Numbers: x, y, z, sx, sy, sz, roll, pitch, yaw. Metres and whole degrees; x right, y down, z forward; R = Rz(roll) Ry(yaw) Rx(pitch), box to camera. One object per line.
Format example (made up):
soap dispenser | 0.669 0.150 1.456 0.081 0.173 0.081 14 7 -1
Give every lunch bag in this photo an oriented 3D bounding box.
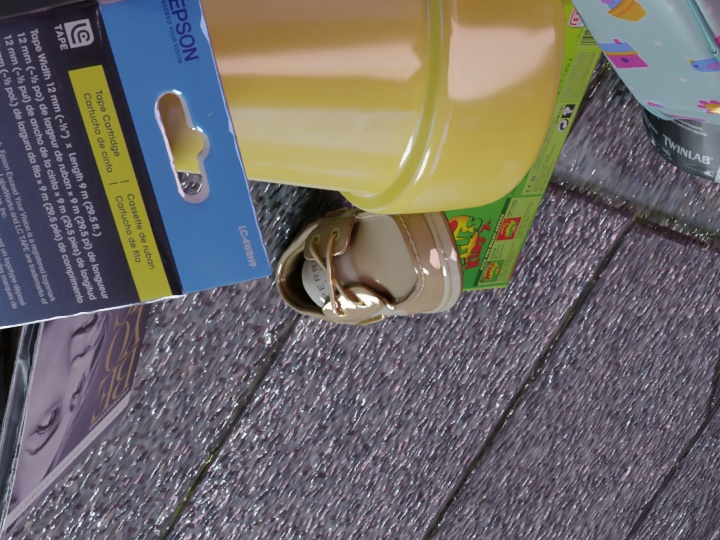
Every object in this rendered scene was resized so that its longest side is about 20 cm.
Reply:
lunch bag | 0.162 -0.168 0.906 0.200 0.077 0.162 44 64 -49

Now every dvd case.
dvd case | -0.141 0.027 1.028 0.149 0.016 0.202 -49 160 -59

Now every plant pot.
plant pot | -0.029 -0.123 0.940 0.187 0.201 0.202 -6 128 -22

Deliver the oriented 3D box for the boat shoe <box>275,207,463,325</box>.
boat shoe | 0.000 0.000 1.091 0.069 0.074 0.200 -19 178 -17

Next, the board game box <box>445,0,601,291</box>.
board game box | 0.075 -0.083 1.181 0.101 0.048 0.202 -5 125 -42

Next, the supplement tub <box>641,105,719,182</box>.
supplement tub | 0.236 -0.164 1.210 0.122 0.122 0.201 -30 140 -23

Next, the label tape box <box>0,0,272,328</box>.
label tape box | -0.148 -0.054 0.860 0.198 0.066 0.144 -11 119 7

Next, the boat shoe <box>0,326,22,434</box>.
boat shoe | -0.189 -0.005 0.971 0.074 0.065 0.204 -15 132 -36
